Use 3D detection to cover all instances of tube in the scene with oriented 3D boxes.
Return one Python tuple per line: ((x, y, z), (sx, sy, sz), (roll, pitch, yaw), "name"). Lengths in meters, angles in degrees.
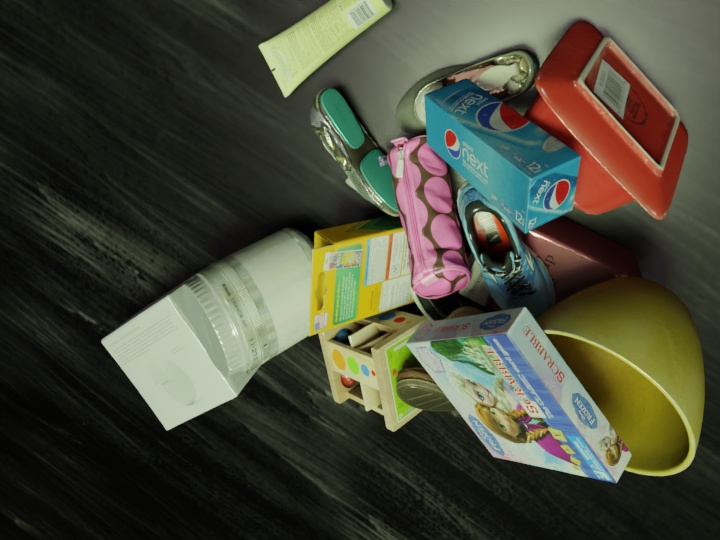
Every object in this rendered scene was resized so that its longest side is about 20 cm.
((-0.050, -0.317, 0.736), (0.196, 0.051, 0.060), (-24, 62, 30), "tube")

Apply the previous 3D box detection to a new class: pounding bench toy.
((0.056, 0.118, 0.852), (0.154, 0.197, 0.128), (10, 119, 49), "pounding bench toy")

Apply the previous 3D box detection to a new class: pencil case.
((0.084, -0.070, 0.718), (0.088, 0.093, 0.206), (-18, 72, 19), "pencil case")

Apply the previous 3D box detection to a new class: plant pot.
((0.282, 0.093, 0.598), (0.198, 0.142, 0.202), (36, 154, 21), "plant pot")

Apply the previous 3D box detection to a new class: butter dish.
((0.257, -0.151, 0.641), (0.199, 0.201, 0.148), (44, 143, -5), "butter dish")

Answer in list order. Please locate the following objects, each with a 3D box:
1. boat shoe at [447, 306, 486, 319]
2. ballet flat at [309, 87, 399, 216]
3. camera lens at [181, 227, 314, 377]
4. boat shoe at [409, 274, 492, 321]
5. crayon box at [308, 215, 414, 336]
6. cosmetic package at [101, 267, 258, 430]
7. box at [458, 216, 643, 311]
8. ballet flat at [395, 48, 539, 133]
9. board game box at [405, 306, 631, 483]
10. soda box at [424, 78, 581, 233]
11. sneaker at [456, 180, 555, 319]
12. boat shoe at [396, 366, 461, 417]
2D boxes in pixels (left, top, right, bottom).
((0.184, 0.137, 0.734), (0.073, 0.063, 0.201), (-37, 96, 29), "boat shoe")
((-0.006, -0.160, 0.785), (0.071, 0.072, 0.203), (-30, 100, 28), "ballet flat")
((-0.144, 0.043, 0.822), (0.159, 0.197, 0.163), (41, 146, 35), "camera lens")
((0.151, 0.058, 0.780), (0.199, 0.076, 0.065), (45, 147, -24), "boat shoe")
((0.000, 0.000, 0.775), (0.051, 0.196, 0.129), (32, 126, 44), "crayon box")
((-0.311, 0.140, 0.983), (0.196, 0.123, 0.203), (-27, 104, 27), "cosmetic package")
((0.247, 0.003, 0.733), (0.196, 0.109, 0.130), (26, 119, 6), "box")
((0.126, -0.228, 0.700), (0.195, 0.064, 0.069), (-16, 102, 25), "ballet flat")
((0.168, 0.140, 0.631), (0.201, 0.041, 0.198), (52, 155, -8), "board game box")
((0.145, -0.132, 0.601), (0.063, 0.201, 0.069), (-24, 136, -13), "soda box")
((0.164, -0.006, 0.644), (0.077, 0.090, 0.203), (-26, 104, 26), "sneaker")
((0.121, 0.159, 0.776), (0.197, 0.070, 0.071), (26, 145, -38), "boat shoe")
